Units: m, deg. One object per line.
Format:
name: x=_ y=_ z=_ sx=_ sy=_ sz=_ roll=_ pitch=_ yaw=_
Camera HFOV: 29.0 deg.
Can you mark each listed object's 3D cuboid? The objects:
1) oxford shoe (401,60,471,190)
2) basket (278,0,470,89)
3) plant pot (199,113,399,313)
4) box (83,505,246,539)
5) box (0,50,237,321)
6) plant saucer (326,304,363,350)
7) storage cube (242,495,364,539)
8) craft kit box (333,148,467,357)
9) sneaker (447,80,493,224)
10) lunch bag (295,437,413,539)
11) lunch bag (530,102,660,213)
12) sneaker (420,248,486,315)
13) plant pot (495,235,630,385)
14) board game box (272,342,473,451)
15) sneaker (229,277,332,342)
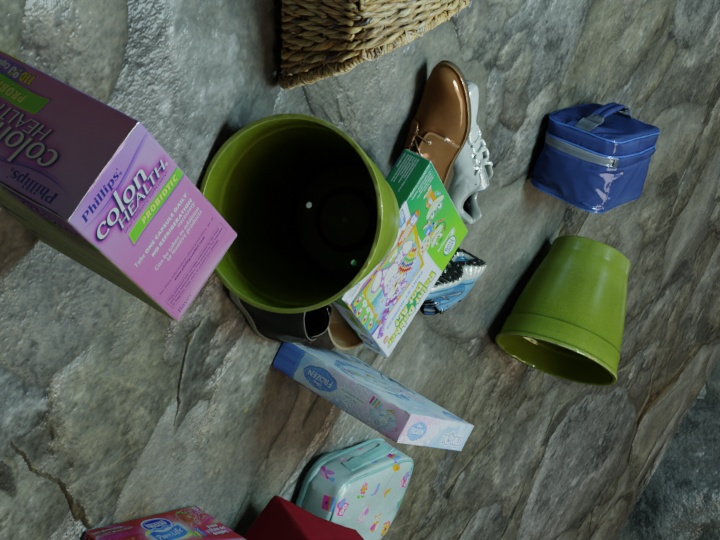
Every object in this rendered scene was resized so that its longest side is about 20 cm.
oxford shoe: x=0.086 y=-0.162 z=1.725 sx=0.071 sy=0.071 sz=0.201 roll=-26 pitch=136 yaw=-43
basket: x=0.024 y=-0.266 z=1.449 sx=0.200 sy=0.142 sz=0.149 roll=-37 pitch=142 yaw=-39
plant pot: x=-0.045 y=-0.057 z=1.490 sx=0.201 sy=0.200 sz=0.193 roll=-66 pitch=164 yaw=7
box: x=-0.232 y=0.347 z=1.595 sx=0.200 sy=0.095 sz=0.100 roll=-1 pitch=115 yaw=-59
box: x=-0.228 y=-0.069 z=1.157 sx=0.097 sy=0.176 sz=0.200 roll=-57 pitch=151 yaw=-11
plant saucer: x=0.000 y=0.000 z=1.739 sx=0.200 sy=0.035 sz=0.201 roll=-43 pitch=145 yaw=-42
storage cube: x=-0.068 y=0.428 z=1.783 sx=0.171 sy=0.180 sz=0.200 roll=31 pitch=98 yaw=-41
craft kit box: x=0.043 y=-0.017 z=1.703 sx=0.200 sy=0.048 sz=0.198 roll=-57 pitch=155 yaw=-11
sneaker: x=0.136 y=-0.150 z=1.798 sx=0.074 sy=0.087 sz=0.201 roll=-32 pitch=138 yaw=-41
lunch bag: x=-0.013 y=0.320 z=1.964 sx=0.200 sy=0.077 sz=0.161 roll=-11 pitch=122 yaw=-56
lunch bag: x=0.362 y=-0.182 z=2.099 sx=0.200 sy=0.136 sz=0.133 roll=-22 pitch=133 yaw=-52
sneaker: x=0.105 y=0.028 z=1.912 sx=0.200 sy=0.078 sz=0.090 roll=-11 pitch=126 yaw=-56
plant pot: x=0.341 y=0.056 z=2.225 sx=0.194 sy=0.200 sz=0.200 roll=-69 pitch=154 yaw=-15
board game box: x=0.018 y=0.159 z=1.746 sx=0.200 sy=0.199 sz=0.044 roll=21 pitch=96 yaw=-61
sneaker: x=-0.071 y=0.057 z=1.603 sx=0.075 sy=0.106 sz=0.200 roll=-60 pitch=155 yaw=-6
